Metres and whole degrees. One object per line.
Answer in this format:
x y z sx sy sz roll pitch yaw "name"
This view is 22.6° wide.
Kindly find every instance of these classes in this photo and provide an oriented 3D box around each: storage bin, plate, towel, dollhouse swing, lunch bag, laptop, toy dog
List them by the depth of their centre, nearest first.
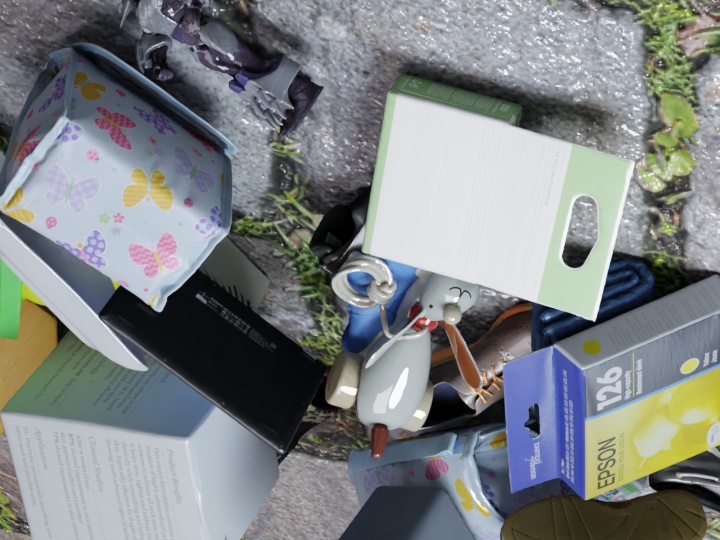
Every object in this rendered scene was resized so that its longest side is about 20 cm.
-0.194 -0.094 1.468 0.169 0.200 0.127 35 112 -19 "lunch bag"
-0.266 -0.017 1.509 0.032 0.200 0.200 -37 123 3 "plate"
0.037 0.085 1.529 0.131 0.097 0.201 2 139 -2 "toy dog"
0.202 0.079 1.546 0.111 0.049 0.201 -18 139 -8 "towel"
-0.137 0.077 1.547 0.187 0.200 0.116 36 123 -6 "laptop"
0.056 0.291 1.598 0.145 0.135 0.201 -5 128 39 "storage bin"
0.110 0.211 1.695 0.200 0.128 0.169 36 145 -30 "lunch bag"
-0.428 0.048 1.912 0.200 0.176 0.182 39 100 -21 "dollhouse swing"

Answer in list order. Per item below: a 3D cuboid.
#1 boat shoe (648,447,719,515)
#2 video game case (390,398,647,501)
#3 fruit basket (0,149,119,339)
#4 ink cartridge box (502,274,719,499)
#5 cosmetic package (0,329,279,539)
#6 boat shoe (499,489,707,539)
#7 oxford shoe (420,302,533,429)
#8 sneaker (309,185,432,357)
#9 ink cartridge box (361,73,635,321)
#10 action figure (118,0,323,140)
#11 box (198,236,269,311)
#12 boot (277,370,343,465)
0.353 0.215 1.663 0.199 0.057 0.067 26 145 -3 "boat shoe"
0.149 0.177 1.761 0.199 0.022 0.182 36 143 -17 "video game case"
-0.321 -0.031 1.685 0.214 0.156 0.216 -17 151 -10 "fruit basket"
0.221 0.112 1.521 0.199 0.047 0.198 -23 142 -11 "ink cartridge box"
-0.204 0.167 1.716 0.198 0.167 0.169 7 123 20 "cosmetic package"
0.212 0.240 1.612 0.198 0.074 0.065 0 154 -19 "boat shoe"
0.124 0.091 1.605 0.071 0.073 0.199 46 129 -14 "oxford shoe"
0.000 -0.001 1.566 0.111 0.077 0.200 24 141 -11 "sneaker"
0.107 -0.058 1.415 0.198 0.048 0.147 16 119 11 "ink cartridge box"
-0.123 -0.182 1.413 0.199 0.070 0.130 35 161 -8 "action figure"
-0.180 -0.022 1.651 0.082 0.069 0.200 -15 130 43 "box"
-0.125 0.109 1.794 0.203 0.074 0.154 38 136 -14 "boot"
